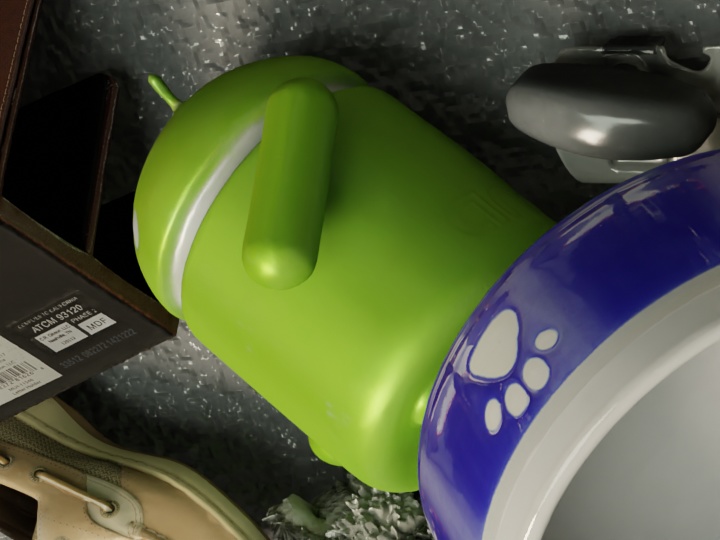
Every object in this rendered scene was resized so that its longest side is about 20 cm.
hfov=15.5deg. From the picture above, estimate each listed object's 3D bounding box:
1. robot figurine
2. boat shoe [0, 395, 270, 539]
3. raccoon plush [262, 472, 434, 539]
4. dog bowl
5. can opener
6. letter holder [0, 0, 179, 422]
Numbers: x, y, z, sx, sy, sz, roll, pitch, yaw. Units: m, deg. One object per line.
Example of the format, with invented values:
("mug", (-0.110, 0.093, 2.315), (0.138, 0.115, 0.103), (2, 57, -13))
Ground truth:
("robot figurine", (0.000, 0.000, 0.962), (0.200, 0.116, 0.176), (39, 167, 24))
("boat shoe", (-0.107, 0.111, 1.099), (0.200, 0.065, 0.071), (28, 146, 30))
("raccoon plush", (0.023, 0.151, 1.009), (0.133, 0.200, 0.097), (-4, 131, 18))
("dog bowl", (0.122, 0.061, 0.876), (0.079, 0.199, 0.201), (-125, 37, -47))
("can opener", (0.151, -0.049, 0.905), (0.199, 0.066, 0.053), (1, 115, 22))
("letter holder", (-0.171, -0.019, 1.080), (0.200, 0.143, 0.100), (-26, 134, 35))
